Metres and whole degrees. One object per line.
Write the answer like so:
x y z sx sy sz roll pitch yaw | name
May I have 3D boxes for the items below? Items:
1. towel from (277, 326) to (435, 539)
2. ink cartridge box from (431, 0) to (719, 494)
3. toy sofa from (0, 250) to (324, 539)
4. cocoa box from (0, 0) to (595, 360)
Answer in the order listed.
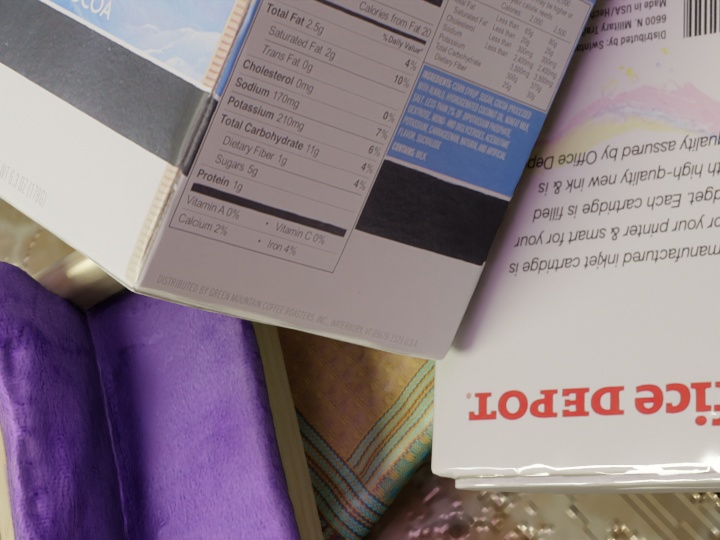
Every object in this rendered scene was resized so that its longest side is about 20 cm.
0.000 0.000 0.749 0.200 0.022 0.147 -51 53 5 | towel
0.104 -0.032 0.625 0.144 0.084 0.202 -5 78 37 | ink cartridge box
-0.065 0.077 0.691 0.082 0.097 0.201 -27 59 23 | toy sofa
-0.053 -0.079 0.624 0.200 0.133 0.132 31 101 42 | cocoa box
